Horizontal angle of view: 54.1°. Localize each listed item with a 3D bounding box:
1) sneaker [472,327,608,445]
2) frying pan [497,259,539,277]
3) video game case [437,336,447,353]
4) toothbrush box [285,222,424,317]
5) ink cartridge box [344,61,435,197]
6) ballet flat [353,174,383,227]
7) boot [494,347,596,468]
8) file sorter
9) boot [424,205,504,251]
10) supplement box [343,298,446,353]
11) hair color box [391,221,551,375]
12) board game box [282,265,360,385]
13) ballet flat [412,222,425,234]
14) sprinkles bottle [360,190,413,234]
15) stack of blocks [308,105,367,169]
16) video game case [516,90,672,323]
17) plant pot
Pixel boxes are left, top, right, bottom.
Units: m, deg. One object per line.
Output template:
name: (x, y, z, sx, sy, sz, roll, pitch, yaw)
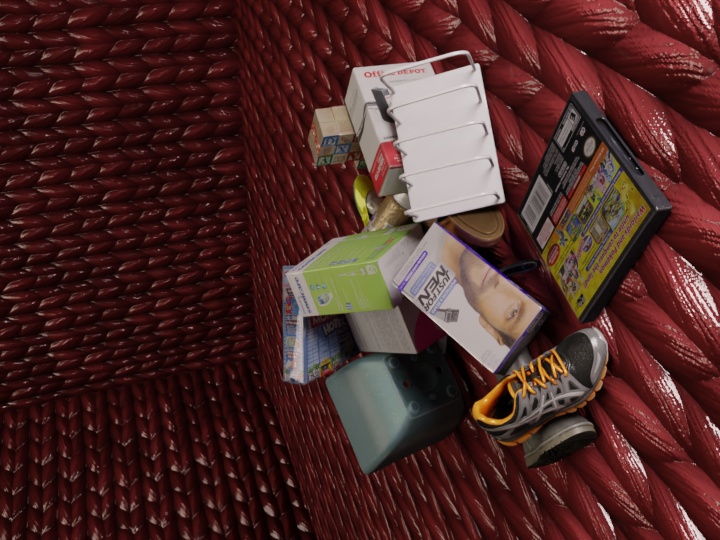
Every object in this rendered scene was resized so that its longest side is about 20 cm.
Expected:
sneaker: (0.221, 0.144, 0.871, 0.200, 0.076, 0.079, -49, 38, 21)
frying pan: (0.194, 0.023, 1.045, 0.188, 0.031, 0.116, 12, 144, 46)
video game case: (0.123, 0.025, 1.332, 0.183, 0.022, 0.203, -123, 27, -52)
toothbrush box: (0.000, 0.000, 1.160, 0.197, 0.145, 0.088, -7, 112, 38)
ink cartridge box: (0.071, -0.234, 1.145, 0.084, 0.141, 0.203, 112, 143, -58)
ballet flat: (0.038, -0.106, 1.489, 0.066, 0.066, 0.204, -6, 97, 52)
boot: (0.238, 0.157, 0.975, 0.182, 0.071, 0.204, 117, 146, -60)
file sorter: (0.112, -0.184, 0.979, 0.124, 0.136, 0.205, -2, -98, -75)
boot: (0.166, -0.031, 1.100, 0.200, 0.072, 0.158, -133, 30, -60)
supplement box: (0.062, 0.077, 1.231, 0.199, 0.100, 0.105, -11, 104, 61)
hair color box: (0.150, 0.037, 0.975, 0.199, 0.065, 0.110, 41, 99, 27)
board game box: (-0.071, 0.078, 1.300, 0.061, 0.198, 0.204, 0, 104, 43)
ballet flat: (0.101, -0.135, 1.252, 0.073, 0.072, 0.204, -136, 36, -62)
sprinkles bottle: (0.049, -0.080, 1.223, 0.201, 0.067, 0.069, -55, 45, 42)
stack of blocks: (0.010, -0.237, 1.249, 0.116, 0.196, 0.060, 115, 140, -60)
video game case: (0.261, -0.070, 0.823, 0.202, 0.025, 0.183, 103, 152, -51)
plant pot: (0.079, 0.226, 1.287, 0.199, 0.193, 0.200, 65, 153, 17)
